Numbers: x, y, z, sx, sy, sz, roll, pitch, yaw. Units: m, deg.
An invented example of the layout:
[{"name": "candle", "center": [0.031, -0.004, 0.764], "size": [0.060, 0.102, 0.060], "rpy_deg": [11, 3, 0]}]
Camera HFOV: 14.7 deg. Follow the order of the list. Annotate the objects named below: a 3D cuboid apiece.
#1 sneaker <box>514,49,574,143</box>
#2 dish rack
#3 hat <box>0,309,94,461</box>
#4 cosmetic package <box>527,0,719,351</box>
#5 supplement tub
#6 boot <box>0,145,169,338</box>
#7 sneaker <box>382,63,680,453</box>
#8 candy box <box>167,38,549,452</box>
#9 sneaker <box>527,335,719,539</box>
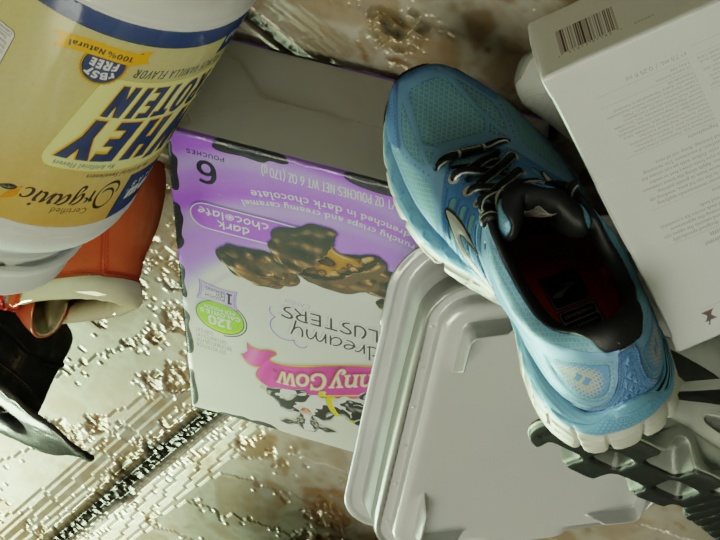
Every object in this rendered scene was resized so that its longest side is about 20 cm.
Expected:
[{"name": "sneaker", "center": [0.150, -0.032, 1.219], "size": [0.199, 0.081, 0.070], "rpy_deg": [30, 168, 2]}, {"name": "dish rack", "center": [0.088, 0.061, 1.314], "size": [0.170, 0.044, 0.201], "rpy_deg": [-6, 137, -18]}, {"name": "hat", "center": [-0.215, 0.026, 1.490], "size": [0.200, 0.081, 0.201], "rpy_deg": [27, 170, 5]}, {"name": "cosmetic package", "center": [0.187, -0.071, 1.124], "size": [0.199, 0.052, 0.151], "rpy_deg": [-23, 121, 10]}, {"name": "supplement tub", "center": [-0.143, -0.100, 1.247], "size": [0.144, 0.145, 0.200], "rpy_deg": [32, 126, -5]}, {"name": "boot", "center": [-0.183, -0.019, 1.406], "size": [0.199, 0.108, 0.075], "rpy_deg": [-5, 168, 37]}, {"name": "sneaker", "center": [0.074, -0.023, 1.186], "size": [0.200, 0.078, 0.090], "rpy_deg": [55, 166, 32]}, {"name": "candy box", "center": [0.000, 0.000, 1.358], "size": [0.167, 0.072, 0.201], "rpy_deg": [15, 139, 15]}, {"name": "sneaker", "center": [0.171, 0.071, 1.248], "size": [0.199, 0.089, 0.074], "rpy_deg": [30, 151, -25]}]
